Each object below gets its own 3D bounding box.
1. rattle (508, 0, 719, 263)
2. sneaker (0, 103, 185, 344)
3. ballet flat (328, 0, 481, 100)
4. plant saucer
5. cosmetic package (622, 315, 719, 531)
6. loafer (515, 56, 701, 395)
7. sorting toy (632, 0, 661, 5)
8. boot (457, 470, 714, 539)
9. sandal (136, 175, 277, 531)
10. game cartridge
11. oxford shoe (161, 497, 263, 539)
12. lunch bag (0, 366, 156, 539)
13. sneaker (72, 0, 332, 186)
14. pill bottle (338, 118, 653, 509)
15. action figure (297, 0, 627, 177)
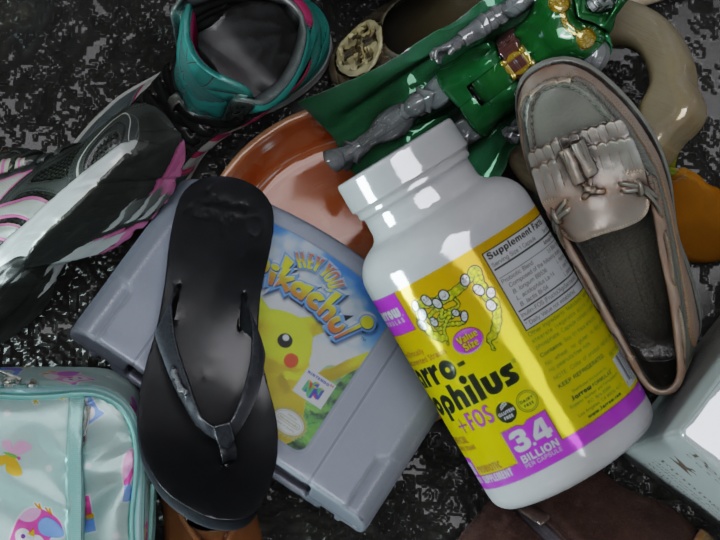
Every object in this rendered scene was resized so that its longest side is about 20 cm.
[{"bbox_3d":[0.148,-0.112,1.237,0.200,0.142,0.130,53,124,41],"label":"rattle"},{"bbox_3d":[-0.190,-0.039,1.163,0.200,0.080,0.087,-37,73,25],"label":"sneaker"},{"bbox_3d":[0.066,-0.155,1.190,0.199,0.046,0.068,-20,61,20],"label":"ballet flat"},{"bbox_3d":[0.000,0.000,1.221,0.199,0.032,0.201,0,82,-3],"label":"plant saucer"},{"bbox_3d":[0.269,0.083,1.136,0.167,0.200,0.166,39,82,4],"label":"cosmetic package"},{"bbox_3d":[0.141,-0.022,1.122,0.072,0.063,0.200,-19,117,16],"label":"loafer"},{"bbox_3d":[0.192,-0.265,1.262,0.199,0.036,0.186,-18,84,-5],"label":"sorting toy"},{"bbox_3d":[0.118,0.214,1.191,0.166,0.072,0.200,37,83,15],"label":"boot"},{"bbox_3d":[-0.082,0.041,1.116,0.076,0.043,0.201,2,70,-10],"label":"sandal"},{"bbox_3d":[-0.046,0.040,1.165,0.200,0.040,0.134,33,64,1],"label":"game cartridge"},{"bbox_3d":[-0.082,0.174,1.174,0.071,0.071,0.201,-13,84,-6],"label":"oxford shoe"},{"bbox_3d":[-0.188,0.149,1.149,0.160,0.077,0.201,0,98,3],"label":"lunch bag"},{"bbox_3d":[-0.100,-0.098,1.182,0.200,0.121,0.084,-39,82,-6],"label":"sneaker"},{"bbox_3d":[0.069,0.021,1.120,0.104,0.104,0.200,-31,92,-6],"label":"pill bottle"},{"bbox_3d":[0.072,-0.106,1.159,0.200,0.055,0.118,-38,99,18],"label":"action figure"}]
